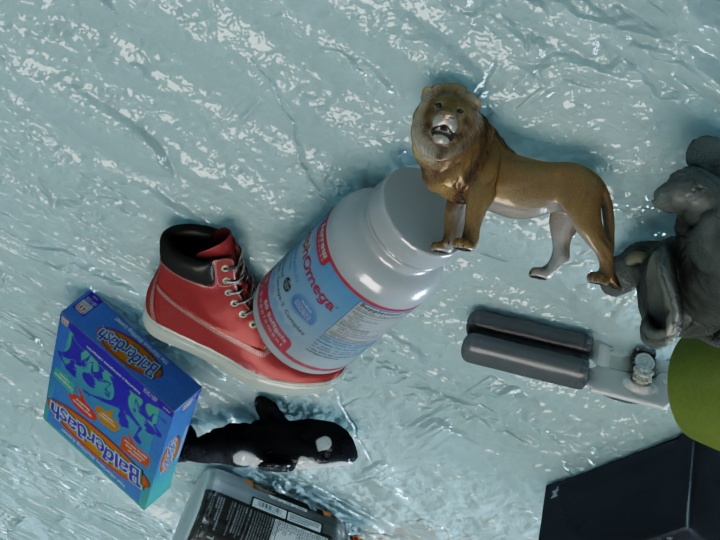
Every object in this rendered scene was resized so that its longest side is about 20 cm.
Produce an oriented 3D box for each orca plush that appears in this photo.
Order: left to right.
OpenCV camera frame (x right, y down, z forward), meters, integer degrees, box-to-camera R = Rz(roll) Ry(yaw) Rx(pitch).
[{"bbox_3d":[-0.100,0.162,1.508,0.199,0.072,0.105,0,-176,32],"label":"orca plush"}]

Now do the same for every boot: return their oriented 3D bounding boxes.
[{"bbox_3d":[-0.095,0.032,1.330,0.199,0.073,0.145,21,139,-2],"label":"boot"}]

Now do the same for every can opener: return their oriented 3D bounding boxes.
[{"bbox_3d":[0.187,0.087,1.315,0.199,0.053,0.067,16,141,0],"label":"can opener"}]

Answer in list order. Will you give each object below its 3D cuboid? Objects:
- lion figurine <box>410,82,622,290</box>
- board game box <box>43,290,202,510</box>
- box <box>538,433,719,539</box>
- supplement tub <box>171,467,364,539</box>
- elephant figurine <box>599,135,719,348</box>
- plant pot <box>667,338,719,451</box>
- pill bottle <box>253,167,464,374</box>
[{"bbox_3d":[0.125,-0.063,1.131,0.199,0.123,0.072,16,171,-17],"label":"lion figurine"},{"bbox_3d":[-0.242,0.133,1.466,0.152,0.045,0.200,39,142,13],"label":"board game box"},{"bbox_3d":[0.312,0.279,1.451,0.200,0.118,0.196,38,136,-23],"label":"box"},{"bbox_3d":[-0.100,0.306,1.607,0.199,0.123,0.123,24,140,-10],"label":"supplement tub"},{"bbox_3d":[0.263,0.009,1.123,0.141,0.155,0.200,30,131,6],"label":"elephant figurine"},{"bbox_3d":[0.359,0.091,1.190,0.199,0.188,0.187,-5,138,45],"label":"plant pot"},{"bbox_3d":[0.000,0.000,1.229,0.108,0.109,0.200,29,138,-17],"label":"pill bottle"}]
